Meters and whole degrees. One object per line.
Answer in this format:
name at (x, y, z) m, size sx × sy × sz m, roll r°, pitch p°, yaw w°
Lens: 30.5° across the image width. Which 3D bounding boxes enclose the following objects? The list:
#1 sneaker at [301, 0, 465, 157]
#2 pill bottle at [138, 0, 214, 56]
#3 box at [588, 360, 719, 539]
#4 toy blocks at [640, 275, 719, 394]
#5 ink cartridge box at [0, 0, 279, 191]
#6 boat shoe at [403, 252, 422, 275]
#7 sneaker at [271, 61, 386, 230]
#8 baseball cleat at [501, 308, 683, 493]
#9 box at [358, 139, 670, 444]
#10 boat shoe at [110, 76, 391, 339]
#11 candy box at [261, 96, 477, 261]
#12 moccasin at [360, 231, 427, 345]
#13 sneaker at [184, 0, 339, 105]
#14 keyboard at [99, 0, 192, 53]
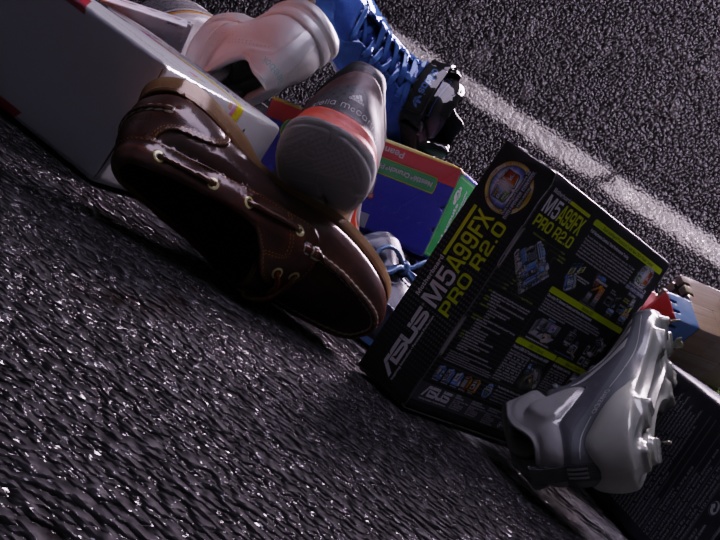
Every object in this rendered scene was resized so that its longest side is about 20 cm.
sneaker at (0.026, -0.162, 1.031) m, size 0.110 × 0.077 × 0.201 m, roll 22°, pitch -27°, yaw 28°
pill bottle at (-0.174, -0.194, 1.240) m, size 0.116 × 0.117 × 0.200 m, roll 32°, pitch 7°, yaw -23°
box at (0.252, 0.158, 0.884) m, size 0.147 × 0.108 × 0.200 m, roll 32°, pitch 6°, yaw -18°
toy blocks at (0.204, 0.067, 1.012) m, size 0.135 × 0.200 × 0.101 m, roll 19°, pitch 44°, yaw -32°
ink cartridge box at (-0.159, -0.118, 0.874) m, size 0.145 × 0.083 × 0.200 m, roll 36°, pitch 6°, yaw 15°
boat shoe at (0.038, 0.023, 0.976) m, size 0.074 × 0.061 × 0.200 m, roll 26°, pitch 10°, yaw -45°
sneaker at (-0.020, -0.057, 0.820) m, size 0.076 × 0.083 × 0.200 m, roll 29°, pitch -29°, yaw -5°
baseball cleat at (0.145, 0.075, 0.830) m, size 0.105 × 0.071 × 0.200 m, roll -5°, pitch 14°, yaw 20°
box at (0.104, 0.026, 0.833) m, size 0.044 × 0.161 × 0.199 m, roll 37°, pitch 7°, yaw 34°
boat shoe at (-0.062, -0.018, 0.749) m, size 0.200 × 0.070 × 0.071 m, roll 40°, pitch 40°, yaw -25°
candy box at (0.018, -0.061, 1.076) m, size 0.167 × 0.078 × 0.200 m, roll 24°, pitch 2°, yaw 18°
moccasin at (0.000, 0.000, 0.902) m, size 0.199 × 0.069 × 0.080 m, roll 38°, pitch 7°, yaw 24°
sneaker at (-0.103, -0.151, 1.020) m, size 0.076 × 0.089 × 0.199 m, roll 52°, pitch -28°, yaw -17°
keyboard at (-0.223, -0.187, 0.966) m, size 0.198 × 0.057 × 0.011 m, roll 14°, pitch 39°, yaw -27°
